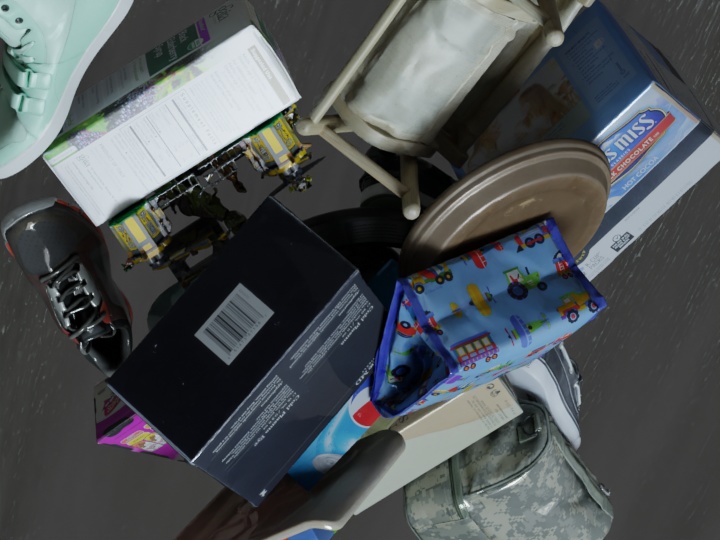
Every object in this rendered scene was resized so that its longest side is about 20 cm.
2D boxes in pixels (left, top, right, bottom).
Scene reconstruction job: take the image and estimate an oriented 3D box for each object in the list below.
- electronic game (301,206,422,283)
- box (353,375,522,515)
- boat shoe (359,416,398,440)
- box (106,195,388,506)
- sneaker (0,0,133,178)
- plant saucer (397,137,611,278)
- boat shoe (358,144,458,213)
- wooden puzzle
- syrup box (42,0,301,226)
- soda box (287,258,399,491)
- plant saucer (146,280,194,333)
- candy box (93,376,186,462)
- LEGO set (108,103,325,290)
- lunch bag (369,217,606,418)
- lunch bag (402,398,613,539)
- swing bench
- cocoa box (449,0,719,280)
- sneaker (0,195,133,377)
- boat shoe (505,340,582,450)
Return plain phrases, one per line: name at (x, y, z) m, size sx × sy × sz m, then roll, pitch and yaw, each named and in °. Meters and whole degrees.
electronic game at (0.000, 0.000, 1.771) m, size 0.199 × 0.042 × 0.200 m, roll -5°, pitch 151°, yaw -3°
box at (0.047, 0.141, 1.919) m, size 0.199 × 0.095 × 0.078 m, roll -33°, pitch 136°, yaw 5°
boat shoe at (0.010, 0.111, 1.852) m, size 0.200 × 0.068 × 0.075 m, roll -52°, pitch 151°, yaw -7°
box at (-0.080, 0.070, 1.586) m, size 0.200 × 0.104 × 0.182 m, roll -49°, pitch 158°, yaw -5°
sneaker at (-0.270, -0.170, 1.496) m, size 0.118 × 0.074 × 0.201 m, roll 19°, pitch 111°, yaw -44°
plant saucer at (0.125, -0.031, 1.614) m, size 0.199 × 0.030 × 0.200 m, roll -23°, pitch 150°, yaw -14°
boat shoe at (0.078, -0.056, 1.771) m, size 0.075 × 0.061 × 0.200 m, roll -18°, pitch 148°, yaw 35°
wooden puzzle at (-0.068, 0.221, 1.742) m, size 0.199 × 0.185 × 0.046 m, roll -21°, pitch 101°, yaw 28°
syrup box at (-0.154, -0.130, 1.572) m, size 0.199 × 0.079 × 0.082 m, roll -32°, pitch 119°, yaw 6°
soda box at (-0.009, 0.091, 1.704) m, size 0.200 × 0.068 × 0.064 m, roll -47°, pitch 131°, yaw -3°
plant saucer at (-0.092, 0.056, 1.767) m, size 0.200 × 0.039 × 0.201 m, roll -6°, pitch 150°, yaw -3°
candy box at (-0.123, 0.124, 1.777) m, size 0.199 × 0.061 × 0.136 m, roll 19°, pitch 142°, yaw -37°
LEGO set at (-0.110, -0.049, 1.624) m, size 0.200 × 0.154 × 0.116 m, roll -36°, pitch 109°, yaw -6°
lunch bag at (0.095, 0.063, 1.629) m, size 0.150 × 0.094 × 0.200 m, roll -22°, pitch 159°, yaw -22°
lunch bag at (0.151, 0.223, 1.985) m, size 0.167 × 0.140 × 0.200 m, roll -16°, pitch 138°, yaw 20°
swing bench at (0.073, -0.174, 1.593) m, size 0.130 × 0.200 × 0.199 m, roll 39°, pitch 112°, yaw 1°
cocoa box at (0.198, -0.109, 1.726) m, size 0.200 × 0.134 × 0.131 m, roll -44°, pitch 132°, yaw 18°
sneaker at (-0.239, 0.018, 1.679) m, size 0.077 × 0.082 × 0.200 m, roll -28°, pitch 136°, yaw 2°
boat shoe at (0.196, 0.119, 1.989) m, size 0.068 × 0.072 × 0.200 m, roll -51°, pitch 144°, yaw -17°
